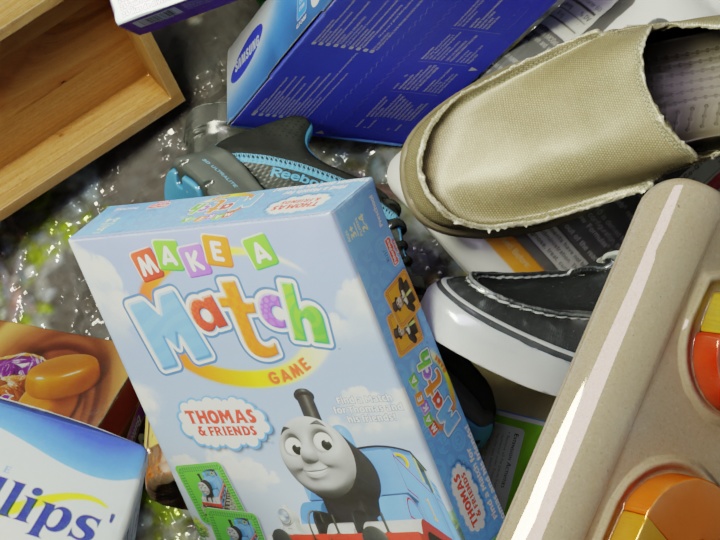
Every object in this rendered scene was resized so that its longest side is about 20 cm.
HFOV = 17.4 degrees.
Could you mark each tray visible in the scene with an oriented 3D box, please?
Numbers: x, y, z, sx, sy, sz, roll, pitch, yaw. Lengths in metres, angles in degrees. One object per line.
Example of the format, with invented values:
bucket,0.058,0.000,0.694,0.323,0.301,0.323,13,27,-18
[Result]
tray,-0.194,-0.073,1.165,0.200,0.099,0.037,-34,44,-9

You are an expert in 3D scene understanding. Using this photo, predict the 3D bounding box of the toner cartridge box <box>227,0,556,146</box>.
toner cartridge box,0.013,-0.115,1.067,0.095,0.200,0.043,7,70,-20

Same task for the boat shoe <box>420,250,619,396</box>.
boat shoe,0.120,0.018,0.997,0.072,0.200,0.068,-125,51,-60

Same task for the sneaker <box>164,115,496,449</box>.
sneaker,0.000,0.000,1.066,0.082,0.073,0.200,-31,64,-29

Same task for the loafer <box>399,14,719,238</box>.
loafer,0.109,-0.069,0.974,0.200,0.067,0.076,-20,82,5

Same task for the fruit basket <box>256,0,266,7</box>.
fruit basket,-0.025,-0.259,1.164,0.215,0.156,0.216,-6,71,17

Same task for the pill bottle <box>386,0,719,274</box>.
pill bottle,0.118,-0.069,1.066,0.200,0.116,0.116,-42,63,2

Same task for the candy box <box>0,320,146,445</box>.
candy box,-0.209,0.078,1.142,0.200,0.057,0.117,8,46,23

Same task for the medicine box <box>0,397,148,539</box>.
medicine box,-0.166,0.179,0.956,0.103,0.182,0.200,17,58,0

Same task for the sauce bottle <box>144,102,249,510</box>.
sauce bottle,-0.068,0.015,1.132,0.066,0.066,0.200,-6,66,18

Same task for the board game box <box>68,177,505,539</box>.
board game box,-0.025,0.061,0.995,0.151,0.200,0.037,-5,25,40

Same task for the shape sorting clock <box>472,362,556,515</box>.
shape sorting clock,0.046,0.130,1.064,0.200,0.039,0.200,-7,75,27

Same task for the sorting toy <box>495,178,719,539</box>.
sorting toy,0.169,0.085,0.969,0.036,0.200,0.185,4,67,64

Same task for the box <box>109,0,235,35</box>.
box,-0.036,-0.206,1.079,0.200,0.039,0.137,-18,85,10
